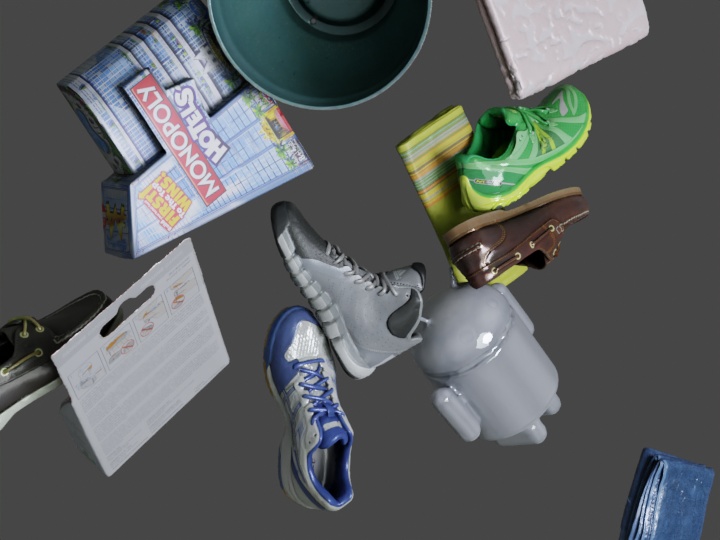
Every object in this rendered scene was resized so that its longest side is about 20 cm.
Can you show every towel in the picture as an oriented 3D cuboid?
[{"bbox_3d":[0.345,0.311,1.878,0.111,0.048,0.201,17,86,-35],"label":"towel"},{"bbox_3d":[0.106,-0.064,1.694,0.086,0.018,0.201,-34,113,-22],"label":"towel"},{"bbox_3d":[0.199,-0.299,1.704,0.199,0.032,0.192,-28,102,-29],"label":"towel"}]

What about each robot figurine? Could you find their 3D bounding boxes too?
[{"bbox_3d":[0.125,0.093,1.665,0.200,0.112,0.170,53,46,-26],"label":"robot figurine"}]

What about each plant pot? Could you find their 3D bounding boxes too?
[{"bbox_3d":[-0.028,-0.258,1.481,0.199,0.134,0.202,3,109,8],"label":"plant pot"}]

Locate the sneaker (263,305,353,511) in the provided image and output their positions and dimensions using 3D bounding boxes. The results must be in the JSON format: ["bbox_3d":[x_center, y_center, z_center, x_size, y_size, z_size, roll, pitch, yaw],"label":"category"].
[{"bbox_3d":[-0.038,0.134,1.579,0.075,0.088,0.201,-14,102,-29],"label":"sneaker"}]

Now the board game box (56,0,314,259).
[{"bbox_3d":[-0.172,-0.114,1.476,0.200,0.062,0.201,-43,117,-23],"label":"board game box"}]

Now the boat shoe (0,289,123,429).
[{"bbox_3d":[-0.294,0.077,1.411,0.201,0.072,0.061,-40,119,-20],"label":"boat shoe"}]

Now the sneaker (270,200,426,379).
[{"bbox_3d":[0.000,0.000,1.568,0.115,0.075,0.201,-24,116,9],"label":"sneaker"}]

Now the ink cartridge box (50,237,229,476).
[{"bbox_3d":[-0.199,0.069,1.431,0.161,0.050,0.201,-43,148,-21],"label":"ink cartridge box"}]

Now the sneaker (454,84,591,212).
[{"bbox_3d":[0.169,-0.139,1.677,0.200,0.074,0.084,-44,121,-34],"label":"sneaker"}]

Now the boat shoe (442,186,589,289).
[{"bbox_3d":[0.167,-0.031,1.668,0.199,0.070,0.071,-21,76,-39],"label":"boat shoe"}]
